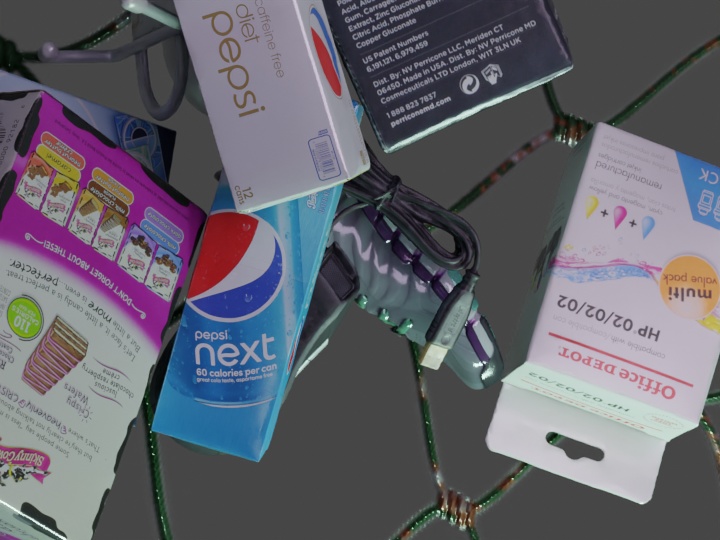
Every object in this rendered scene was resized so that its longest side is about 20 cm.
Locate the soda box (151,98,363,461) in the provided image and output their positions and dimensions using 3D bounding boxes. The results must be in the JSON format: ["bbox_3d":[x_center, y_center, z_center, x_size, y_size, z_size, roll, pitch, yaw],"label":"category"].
[{"bbox_3d":[-0.055,-0.003,1.365,0.064,0.068,0.201,15,93,2],"label":"soda box"}]

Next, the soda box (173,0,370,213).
[{"bbox_3d":[-0.056,-0.135,1.284,0.063,0.068,0.201,-15,94,12],"label":"soda box"}]

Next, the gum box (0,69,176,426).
[{"bbox_3d":[-0.195,-0.017,1.341,0.200,0.044,0.171,17,75,-43],"label":"gum box"}]

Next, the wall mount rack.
[{"bbox_3d":[-0.128,-0.185,1.356,0.074,0.174,0.201,-2,85,-27],"label":"wall mount rack"}]

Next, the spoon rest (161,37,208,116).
[{"bbox_3d":[-0.077,-0.184,1.444,0.099,0.061,0.201,-12,94,5],"label":"spoon rest"}]

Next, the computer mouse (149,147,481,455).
[{"bbox_3d":[-0.021,0.029,1.423,0.140,0.046,0.200,30,94,-1],"label":"computer mouse"}]

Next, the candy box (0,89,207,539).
[{"bbox_3d":[-0.170,0.028,1.287,0.136,0.061,0.201,38,61,-41],"label":"candy box"}]

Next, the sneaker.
[{"bbox_3d":[0.000,0.000,1.469,0.087,0.074,0.200,-36,95,-6],"label":"sneaker"}]

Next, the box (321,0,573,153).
[{"bbox_3d":[0.029,-0.186,1.407,0.117,0.197,0.201,-24,97,7],"label":"box"}]

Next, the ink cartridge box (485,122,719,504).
[{"bbox_3d":[0.160,0.027,1.520,0.115,0.068,0.201,19,75,-6],"label":"ink cartridge box"}]
